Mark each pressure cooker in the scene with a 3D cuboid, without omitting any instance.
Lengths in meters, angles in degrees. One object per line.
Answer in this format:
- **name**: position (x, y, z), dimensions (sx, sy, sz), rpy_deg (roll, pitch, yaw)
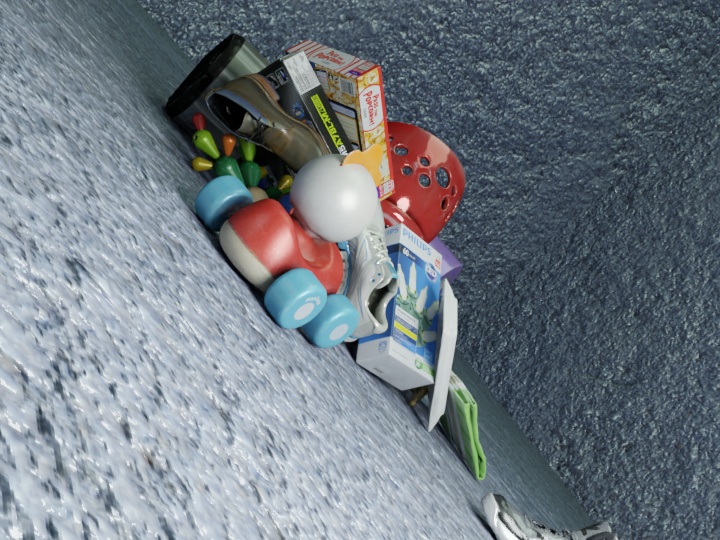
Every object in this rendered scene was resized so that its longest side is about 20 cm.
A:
- **pressure cooker**: position (-0.189, -0.253, 1.538), dimensions (0.200, 0.179, 0.176), rpy_deg (43, -2, -20)

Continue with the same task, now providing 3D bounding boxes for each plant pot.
- **plant pot**: position (0.046, -0.111, 1.549), dimensions (0.200, 0.183, 0.201), rpy_deg (21, -34, 15)

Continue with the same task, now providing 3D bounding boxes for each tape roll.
- **tape roll**: position (0.091, 0.025, 1.799), dimensions (0.085, 0.200, 0.200), rpy_deg (48, 3, 11)

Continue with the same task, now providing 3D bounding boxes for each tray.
- **tray**: position (0.113, 0.119, 1.314), dimensions (0.108, 0.022, 0.200), rpy_deg (-84, 179, -50)

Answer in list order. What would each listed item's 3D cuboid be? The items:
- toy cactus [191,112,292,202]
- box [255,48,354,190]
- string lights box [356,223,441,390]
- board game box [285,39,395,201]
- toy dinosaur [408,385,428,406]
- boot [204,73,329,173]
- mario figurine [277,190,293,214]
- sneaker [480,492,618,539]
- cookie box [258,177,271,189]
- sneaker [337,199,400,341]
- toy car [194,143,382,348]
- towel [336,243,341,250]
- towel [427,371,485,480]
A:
- **toy cactus**: position (-0.162, -0.117, 1.324), dimensions (0.200, 0.102, 0.165), rpy_deg (48, 21, -49)
- **box**: position (-0.097, -0.195, 1.370), dimensions (0.193, 0.047, 0.200), rpy_deg (-11, -70, 55)
- **string lights box**: position (0.055, 0.049, 1.309), dimensions (0.103, 0.059, 0.201), rpy_deg (35, 50, -41)
- **board game box**: position (-0.028, -0.208, 1.350), dimensions (0.151, 0.046, 0.200), rpy_deg (31, -38, 39)
- **toy dinosaur**: position (0.084, 0.108, 1.428), dimensions (0.101, 0.058, 0.201), rpy_deg (139, -48, -62)
- **boot**: position (-0.123, -0.175, 1.273), dimensions (0.200, 0.075, 0.097), rpy_deg (48, 37, 12)
- **mario figurine**: position (-0.059, -0.032, 1.237), dimensions (0.124, 0.106, 0.200), rpy_deg (53, 11, -27)
- **sneaker**: position (0.242, 0.325, 1.158), dimensions (0.200, 0.114, 0.075), rpy_deg (49, 3, 0)
- **cookie box**: position (-0.098, -0.199, 1.627), dimensions (0.075, 0.201, 0.171), rpy_deg (13, 11, -27)
- **sneaker**: position (0.018, -0.008, 1.235), dimensions (0.086, 0.201, 0.075), rpy_deg (-6, -13, 44)
- **toy car**: position (-0.040, -0.055, 1.049), dimensions (0.184, 0.200, 0.177), rpy_deg (51, 6, 28)
- **towel**: position (0.000, 0.000, 1.426), dimensions (0.200, 0.049, 0.148), rpy_deg (65, -22, 4)
- **towel**: position (0.141, 0.203, 1.450), dimensions (0.200, 0.031, 0.150), rpy_deg (-124, -162, -59)
